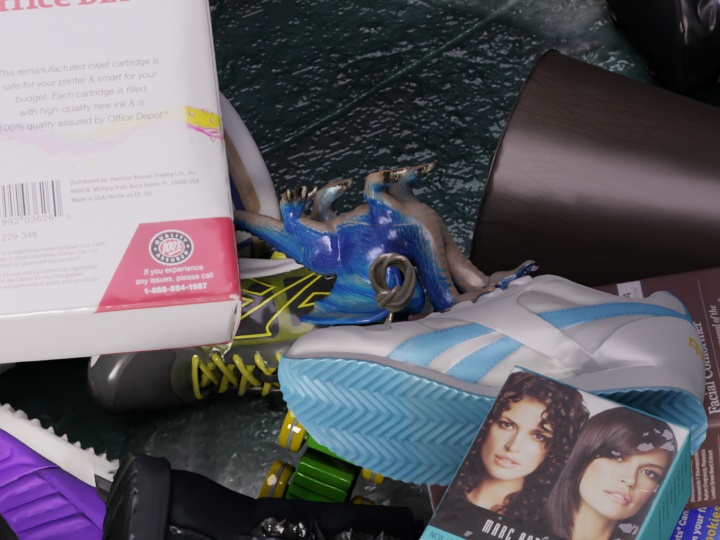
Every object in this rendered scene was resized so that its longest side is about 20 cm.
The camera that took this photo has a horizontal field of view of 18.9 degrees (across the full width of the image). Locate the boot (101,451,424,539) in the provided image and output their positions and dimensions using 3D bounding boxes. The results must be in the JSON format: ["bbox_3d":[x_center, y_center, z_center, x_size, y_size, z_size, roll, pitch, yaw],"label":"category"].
[{"bbox_3d":[-0.042,0.185,1.035,0.167,0.077,0.201,14,47,-16],"label":"boot"}]

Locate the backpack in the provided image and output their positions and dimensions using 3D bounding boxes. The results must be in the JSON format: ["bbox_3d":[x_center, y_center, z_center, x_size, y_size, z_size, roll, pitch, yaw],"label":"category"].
[{"bbox_3d":[0.265,-0.209,1.362,0.198,0.155,0.164,-6,40,-14],"label":"backpack"}]

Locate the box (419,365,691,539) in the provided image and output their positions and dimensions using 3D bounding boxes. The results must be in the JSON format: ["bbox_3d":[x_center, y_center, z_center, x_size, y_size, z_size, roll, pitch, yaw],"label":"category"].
[{"bbox_3d":[0.056,0.139,0.849,0.082,0.049,0.201,19,58,20],"label":"box"}]

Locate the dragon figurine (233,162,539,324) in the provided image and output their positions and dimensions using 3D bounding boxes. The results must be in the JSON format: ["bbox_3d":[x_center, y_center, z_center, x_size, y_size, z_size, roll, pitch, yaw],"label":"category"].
[{"bbox_3d":[0.000,0.000,1.164,0.199,0.100,0.059,-9,2,28],"label":"dragon figurine"}]

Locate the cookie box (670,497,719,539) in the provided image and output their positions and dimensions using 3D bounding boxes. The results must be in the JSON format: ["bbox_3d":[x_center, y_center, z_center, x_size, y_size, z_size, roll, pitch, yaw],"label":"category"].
[{"bbox_3d":[0.160,0.148,1.094,0.198,0.076,0.172,11,53,18],"label":"cookie box"}]

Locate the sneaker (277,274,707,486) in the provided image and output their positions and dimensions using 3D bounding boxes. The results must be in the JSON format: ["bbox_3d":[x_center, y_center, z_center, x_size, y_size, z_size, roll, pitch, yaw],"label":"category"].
[{"bbox_3d":[0.061,0.048,1.014,0.198,0.077,0.081,2,44,5],"label":"sneaker"}]

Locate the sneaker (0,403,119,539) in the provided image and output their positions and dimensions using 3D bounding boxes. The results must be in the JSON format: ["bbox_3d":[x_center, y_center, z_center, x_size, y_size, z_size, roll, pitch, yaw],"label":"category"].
[{"bbox_3d":[-0.178,0.138,1.134,0.199,0.070,0.100,19,56,23],"label":"sneaker"}]

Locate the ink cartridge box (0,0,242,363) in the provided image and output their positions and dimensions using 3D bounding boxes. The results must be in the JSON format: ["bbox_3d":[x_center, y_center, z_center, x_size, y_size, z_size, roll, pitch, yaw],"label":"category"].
[{"bbox_3d":[-0.146,-0.059,1.171,0.146,0.086,0.202,-4,70,-7],"label":"ink cartridge box"}]

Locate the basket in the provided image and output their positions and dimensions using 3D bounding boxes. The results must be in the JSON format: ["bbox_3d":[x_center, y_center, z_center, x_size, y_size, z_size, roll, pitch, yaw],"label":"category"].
[{"bbox_3d":[0.181,-0.029,1.213,0.198,0.137,0.181,14,42,14],"label":"basket"}]

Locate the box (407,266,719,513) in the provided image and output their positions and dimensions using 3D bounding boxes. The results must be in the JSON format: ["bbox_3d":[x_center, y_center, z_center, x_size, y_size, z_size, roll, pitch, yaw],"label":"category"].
[{"bbox_3d":[0.127,0.064,1.075,0.198,0.075,0.101,-11,48,5],"label":"box"}]

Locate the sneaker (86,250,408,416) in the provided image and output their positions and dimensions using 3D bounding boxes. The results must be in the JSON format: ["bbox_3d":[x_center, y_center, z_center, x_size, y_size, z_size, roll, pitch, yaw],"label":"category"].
[{"bbox_3d":[-0.057,0.038,1.224,0.199,0.075,0.085,-24,50,-13],"label":"sneaker"}]

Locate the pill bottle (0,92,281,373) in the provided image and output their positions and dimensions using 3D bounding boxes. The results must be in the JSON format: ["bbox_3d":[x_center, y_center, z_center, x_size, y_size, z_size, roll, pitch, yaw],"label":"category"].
[{"bbox_3d":[-0.156,-0.022,1.264,0.199,0.116,0.116,-28,51,-16],"label":"pill bottle"}]

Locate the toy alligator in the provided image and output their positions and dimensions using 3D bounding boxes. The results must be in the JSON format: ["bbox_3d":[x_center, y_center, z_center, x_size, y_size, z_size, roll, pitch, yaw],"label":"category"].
[{"bbox_3d":[-0.006,0.078,1.141,0.059,0.201,0.054,21,16,5],"label":"toy alligator"}]
